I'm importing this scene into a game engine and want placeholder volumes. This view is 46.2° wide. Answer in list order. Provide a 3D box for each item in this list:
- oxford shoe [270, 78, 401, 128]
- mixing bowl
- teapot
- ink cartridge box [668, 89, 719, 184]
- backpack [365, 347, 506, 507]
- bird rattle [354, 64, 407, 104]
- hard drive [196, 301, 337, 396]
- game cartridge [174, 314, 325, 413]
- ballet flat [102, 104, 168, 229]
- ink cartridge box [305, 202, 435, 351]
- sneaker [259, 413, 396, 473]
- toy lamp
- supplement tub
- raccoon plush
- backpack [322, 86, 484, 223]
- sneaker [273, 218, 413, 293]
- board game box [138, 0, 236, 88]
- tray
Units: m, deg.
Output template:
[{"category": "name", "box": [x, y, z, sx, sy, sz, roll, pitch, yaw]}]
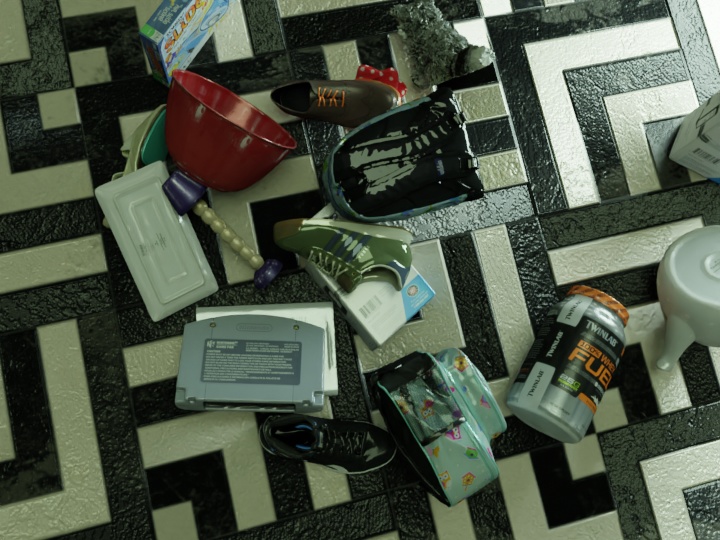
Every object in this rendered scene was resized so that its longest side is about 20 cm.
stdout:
[{"category": "oxford shoe", "box": [-0.039, -0.244, 1.227, 0.196, 0.072, 0.073, 4, 99, 22]}, {"category": "mixing bowl", "box": [-0.199, -0.182, 1.187, 0.198, 0.200, 0.110, 32, 104, -1]}, {"category": "teapot", "box": [0.538, 0.040, 1.260, 0.195, 0.148, 0.200, -2, 47, 15]}, {"category": "ink cartridge box", "box": [0.589, -0.205, 1.283, 0.144, 0.200, 0.086, 27, 76, -2]}, {"category": "backpack", "box": [0.112, 0.208, 1.145, 0.151, 0.176, 0.204, -23, 86, -8]}, {"category": "bird rattle", "box": [0.053, -0.205, 1.263, 0.197, 0.113, 0.165, 29, 92, 2]}, {"category": "hard drive", "box": [-0.133, 0.116, 1.204, 0.195, 0.025, 0.135, -2, 79, -9]}, {"category": "game cartridge", "box": [-0.145, 0.124, 1.143, 0.195, 0.042, 0.135, 2, 51, -3]}, {"category": "ballet flat", "box": [-0.323, -0.147, 1.215, 0.068, 0.070, 0.204, 15, 78, -5]}, {"category": "ink cartridge box", "box": [0.000, 0.000, 1.225, 0.115, 0.067, 0.201, -39, 86, -13]}, {"category": "sneaker", "box": [-0.041, 0.237, 1.148, 0.195, 0.112, 0.075, 7, 78, -7]}, {"category": "toy lamp", "box": [-0.197, -0.059, 1.189, 0.058, 0.058, 0.200, -47, 106, -14]}, {"category": "supplement tub", "box": [0.302, 0.133, 1.214, 0.121, 0.123, 0.203, 30, 76, -1]}, {"category": "raccoon plush", "box": [0.127, -0.359, 1.258, 0.096, 0.199, 0.136, -31, 105, -29]}, {"category": "backpack", "box": [0.046, -0.140, 1.160, 0.197, 0.153, 0.166, -25, 99, -24]}, {"category": "sneaker", "box": [-0.023, -0.016, 1.154, 0.195, 0.067, 0.092, 4, 73, -10]}, {"category": "board game box", "box": [-0.242, -0.380, 1.232, 0.034, 0.136, 0.202, 31, 76, 4]}, {"category": "tray", "box": [-0.282, -0.041, 1.181, 0.106, 0.022, 0.204, -26, 100, -20]}]
